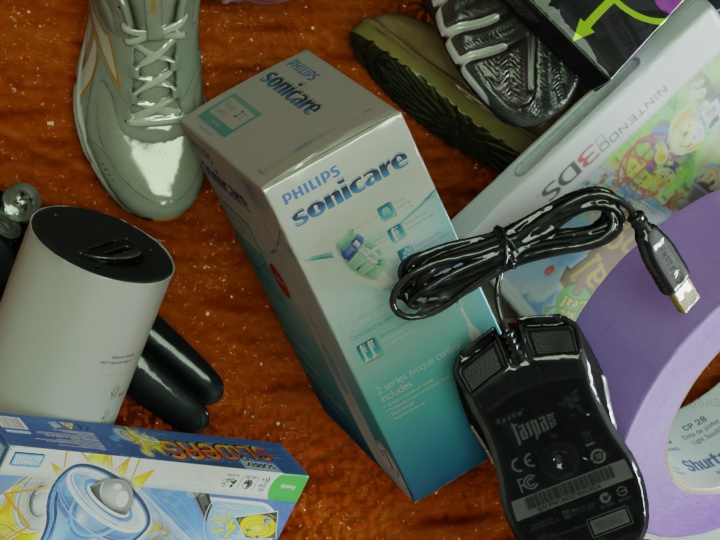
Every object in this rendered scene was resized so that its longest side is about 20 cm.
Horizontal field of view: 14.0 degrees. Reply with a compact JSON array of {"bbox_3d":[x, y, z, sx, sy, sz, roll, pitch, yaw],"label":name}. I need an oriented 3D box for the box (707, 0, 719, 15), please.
[{"bbox_3d":[0.145,-0.215,1.601,0.158,0.051,0.200,-38,76,-16],"label":"box"}]

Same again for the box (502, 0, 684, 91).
[{"bbox_3d":[0.138,-0.213,1.511,0.143,0.036,0.200,43,75,-5],"label":"box"}]

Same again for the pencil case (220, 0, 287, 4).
[{"bbox_3d":[-0.061,-0.243,1.581,0.087,0.087,0.200,-16,92,-11],"label":"pencil case"}]

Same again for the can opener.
[{"bbox_3d":[-0.156,0.016,1.590,0.200,0.079,0.063,34,46,-14],"label":"can opener"}]

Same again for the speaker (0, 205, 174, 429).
[{"bbox_3d":[-0.165,0.068,1.532,0.081,0.081,0.200,18,113,-11],"label":"speaker"}]

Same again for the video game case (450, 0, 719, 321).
[{"bbox_3d":[0.161,-0.026,1.583,0.182,0.022,0.200,-43,133,-1],"label":"video game case"}]

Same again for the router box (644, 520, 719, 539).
[{"bbox_3d":[0.208,0.238,1.667,0.179,0.049,0.200,1,91,-12],"label":"router box"}]

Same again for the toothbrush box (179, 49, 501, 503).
[{"bbox_3d":[0.000,0.000,1.543,0.085,0.146,0.200,-29,116,-10],"label":"toothbrush box"}]

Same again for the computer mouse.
[{"bbox_3d":[0.113,0.050,1.490,0.140,0.046,0.200,-27,108,5],"label":"computer mouse"}]

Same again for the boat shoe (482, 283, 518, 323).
[{"bbox_3d":[0.131,-0.004,1.636,0.200,0.057,0.067,2,115,-31],"label":"boat shoe"}]

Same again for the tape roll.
[{"bbox_3d":[0.200,0.048,1.591,0.200,0.200,0.066,-37,54,-8],"label":"tape roll"}]

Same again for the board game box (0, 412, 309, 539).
[{"bbox_3d":[-0.136,0.146,1.531,0.200,0.034,0.135,9,115,-42],"label":"board game box"}]

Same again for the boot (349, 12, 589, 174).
[{"bbox_3d":[0.118,-0.146,1.633,0.175,0.066,0.200,36,74,6],"label":"boot"}]

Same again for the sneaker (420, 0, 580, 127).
[{"bbox_3d":[0.052,-0.160,1.566,0.076,0.116,0.200,-20,82,-16],"label":"sneaker"}]

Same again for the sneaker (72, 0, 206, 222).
[{"bbox_3d":[-0.116,-0.125,1.569,0.076,0.092,0.200,-6,93,-10],"label":"sneaker"}]
